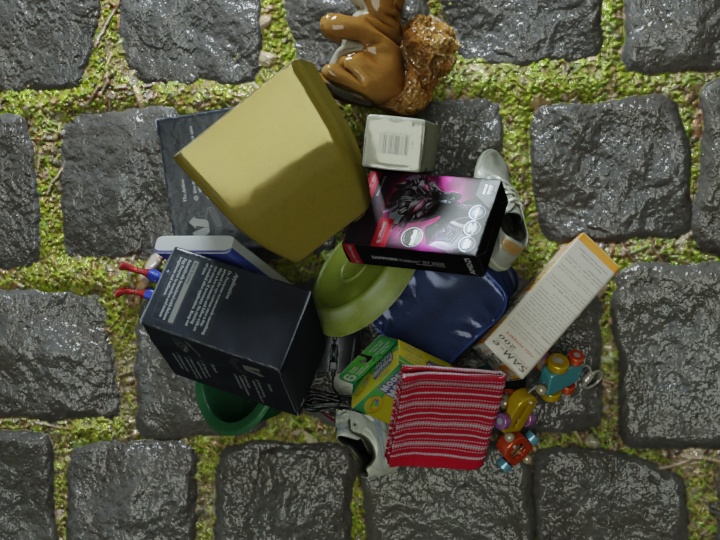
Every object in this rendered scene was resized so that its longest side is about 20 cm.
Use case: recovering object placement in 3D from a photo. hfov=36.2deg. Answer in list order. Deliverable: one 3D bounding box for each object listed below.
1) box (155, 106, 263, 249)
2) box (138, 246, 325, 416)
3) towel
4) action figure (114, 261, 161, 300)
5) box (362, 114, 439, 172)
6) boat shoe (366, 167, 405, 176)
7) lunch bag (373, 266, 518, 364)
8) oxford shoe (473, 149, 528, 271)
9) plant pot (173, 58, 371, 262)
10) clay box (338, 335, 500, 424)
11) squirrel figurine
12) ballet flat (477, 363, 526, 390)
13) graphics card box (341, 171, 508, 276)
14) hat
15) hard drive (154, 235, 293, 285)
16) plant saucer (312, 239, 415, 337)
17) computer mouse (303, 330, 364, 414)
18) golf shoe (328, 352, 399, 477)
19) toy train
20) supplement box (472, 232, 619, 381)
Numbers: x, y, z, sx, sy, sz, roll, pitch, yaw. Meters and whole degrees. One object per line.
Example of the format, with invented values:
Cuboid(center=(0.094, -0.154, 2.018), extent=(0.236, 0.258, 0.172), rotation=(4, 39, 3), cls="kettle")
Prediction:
Cuboid(center=(-0.171, -0.129, 1.575), extent=(0.196, 0.117, 0.201), rotation=(-7, 93, 10), cls="box")
Cuboid(center=(-0.162, 0.085, 1.463), extent=(0.197, 0.197, 0.119), rotation=(18, 69, 11), cls="box")
Cuboid(center=(0.111, 0.201, 1.473), extent=(0.142, 0.023, 0.202), rotation=(3, 134, -4), cls="towel")
Cuboid(center=(-0.273, 0.038, 1.628), extent=(0.196, 0.099, 0.067), rotation=(11, 98, 7), cls="action figure")
Cuboid(center=(0.058, -0.171, 1.495), extent=(0.081, 0.200, 0.070), rotation=(7, 96, 10), cls="box")
Cuboid(center=(0.034, -0.110, 1.573), extent=(0.197, 0.072, 0.069), rotation=(16, 101, 15), cls="boat shoe")
Cuboid(center=(0.126, 0.031, 1.533), extent=(0.200, 0.132, 0.136), rotation=(-43, 90, 20), cls="lunch bag")
Cuboid(center=(0.195, -0.090, 1.499), extent=(0.074, 0.202, 0.058), rotation=(27, 135, -27), cls="oxford shoe")
Cuboid(center=(-0.088, -0.128, 1.404), extent=(0.193, 0.196, 0.201), rotation=(-36, 94, 8), cls="plant pot")
Cuboid(center=(0.077, 0.167, 1.489), extent=(0.198, 0.048, 0.115), rotation=(25, 130, -23), cls="clay box")
Cuboid(center=(0.039, -0.323, 1.538), extent=(0.197, 0.141, 0.190), rotation=(19, 87, -6), cls="squirrel figurine")
Cuboid(center=(0.143, 0.179, 1.578), extent=(0.196, 0.068, 0.070), rotation=(-12, 105, 11), cls="ballet flat")
Cuboid(center=(0.085, -0.063, 1.448), extent=(0.197, 0.051, 0.127), rotation=(8, 58, 27), cls="graphics card box")
Cuboid(center=(-0.129, 0.181, 1.652), extent=(0.165, 0.175, 0.202), rotation=(-36, 57, 25), cls="hat")
Cuboid(center=(-0.173, 0.007, 1.513), extent=(0.130, 0.200, 0.026), rotation=(1, 66, 31), cls="hard drive")
Cuboid(center=(0.000, 0.000, 1.527), extent=(0.199, 0.201, 0.031), rotation=(-41, 120, 11), cls="plant saucer")
Cuboid(center=(-0.009, 0.107, 1.566), extent=(0.138, 0.046, 0.203), rotation=(8, 67, 6), cls="computer mouse")
Cuboid(center=(-0.005, 0.201, 1.575), extent=(0.078, 0.096, 0.202), rotation=(-43, 73, 43), cls="golf shoe")
Cuboid(center=(0.244, 0.186, 1.545), extent=(0.200, 0.150, 0.056), rotation=(-47, 53, 3), cls="toy train")
Cuboid(center=(0.248, 0.052, 1.492), extent=(0.073, 0.126, 0.200), rotation=(42, 83, 4), cls="supplement box")
